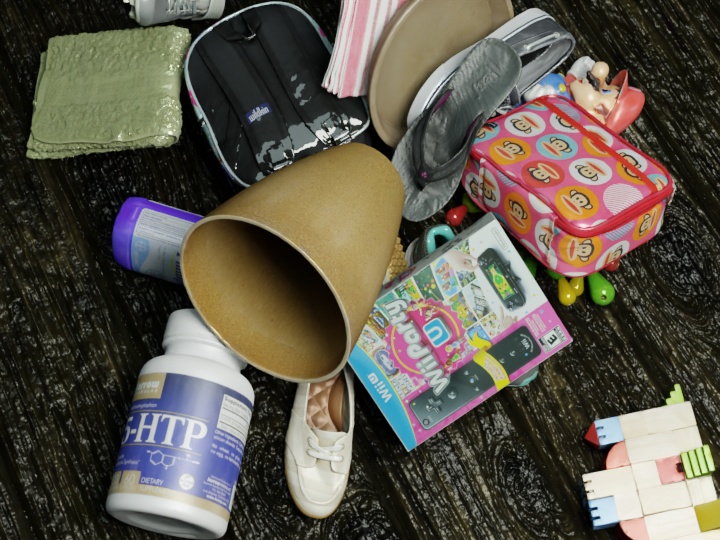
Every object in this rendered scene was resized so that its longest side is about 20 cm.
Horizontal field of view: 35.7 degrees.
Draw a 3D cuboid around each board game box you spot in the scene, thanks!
[{"bbox_3d":[0.089,0.061,1.118,0.198,0.064,0.149,-34,99,7],"label":"board game box"}]

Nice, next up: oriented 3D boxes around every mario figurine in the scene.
[{"bbox_3d":[0.230,-0.215,1.285,0.196,0.106,0.126,8,65,0],"label":"mario figurine"}]

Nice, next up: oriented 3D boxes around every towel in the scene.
[{"bbox_3d":[0.052,-0.260,1.153,0.198,0.148,0.030,-17,44,-36],"label":"towel"},{"bbox_3d":[-0.280,-0.197,1.239,0.196,0.036,0.151,-3,71,21],"label":"towel"}]

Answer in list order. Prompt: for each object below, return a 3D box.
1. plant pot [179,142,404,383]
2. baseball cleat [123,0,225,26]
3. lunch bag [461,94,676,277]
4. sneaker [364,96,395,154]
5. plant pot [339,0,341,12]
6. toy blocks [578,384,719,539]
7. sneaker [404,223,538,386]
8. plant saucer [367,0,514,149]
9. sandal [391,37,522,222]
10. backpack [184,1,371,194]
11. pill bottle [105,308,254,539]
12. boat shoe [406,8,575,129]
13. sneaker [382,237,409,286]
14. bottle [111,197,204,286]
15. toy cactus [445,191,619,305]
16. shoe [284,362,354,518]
[{"bbox_3d":[-0.043,-0.031,1.069,0.185,0.188,0.201,31,49,8],"label":"plant pot"},{"bbox_3d":[-0.204,-0.311,1.250,0.104,0.200,0.071,5,109,-6],"label":"baseball cleat"},{"bbox_3d":[0.220,-0.096,1.161,0.174,0.083,0.200,-26,51,-26],"label":"lunch bag"},{"bbox_3d":[0.040,-0.176,1.271,0.080,0.088,0.203,-29,95,-33],"label":"sneaker"},{"bbox_3d":[0.078,-0.353,1.289,0.196,0.183,0.204,2,65,-5],"label":"plant pot"},{"bbox_3d":[0.282,0.224,1.124,0.134,0.100,0.204,-11,69,3],"label":"toy blocks"},{"bbox_3d":[0.117,0.035,1.179,0.077,0.091,0.201,-35,75,-16],"label":"sneaker"},{"bbox_3d":[0.081,-0.219,1.172,0.199,0.202,0.029,-36,52,-18],"label":"plant saucer"},{"bbox_3d":[0.088,-0.143,1.119,0.075,0.048,0.202,32,98,7],"label":"sandal"},{"bbox_3d":[-0.094,-0.179,1.215,0.176,0.151,0.202,-29,78,-9],"label":"backpack"},{"bbox_3d":[-0.168,0.148,1.093,0.117,0.120,0.203,10,67,0],"label":"pill bottle"},{"bbox_3d":[0.139,-0.195,1.171,0.199,0.072,0.068,-36,52,-12],"label":"boat shoe"},{"bbox_3d":[0.000,0.000,1.203,0.089,0.075,0.204,-18,81,24],"label":"sneaker"},{"bbox_3d":[-0.161,-0.015,1.181,0.196,0.084,0.066,17,57,2],"label":"bottle"},{"bbox_3d":[0.207,-0.051,1.231,0.198,0.103,0.166,29,58,18],"label":"toy cactus"},{"bbox_3d":[-0.041,0.148,1.140,0.068,0.054,0.204,4,67,-3],"label":"shoe"}]
